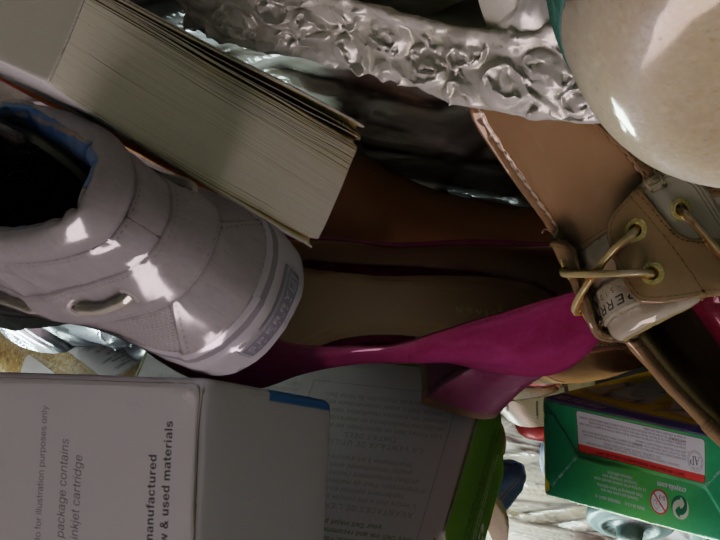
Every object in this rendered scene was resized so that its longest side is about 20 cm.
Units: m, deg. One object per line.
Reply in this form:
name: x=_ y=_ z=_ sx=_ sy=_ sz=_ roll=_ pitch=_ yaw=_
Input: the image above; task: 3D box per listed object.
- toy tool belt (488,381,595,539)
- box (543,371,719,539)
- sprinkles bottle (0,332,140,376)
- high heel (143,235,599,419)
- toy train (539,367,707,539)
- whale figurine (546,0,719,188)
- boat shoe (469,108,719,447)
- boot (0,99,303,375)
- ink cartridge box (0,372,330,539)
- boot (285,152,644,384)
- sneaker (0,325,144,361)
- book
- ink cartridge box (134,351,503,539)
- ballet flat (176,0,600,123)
toy tool belt: x=0.025 y=0.087 z=1.135 sx=0.199 sy=0.123 sz=0.125 roll=4 pitch=-158 yaw=29
box: x=0.188 y=0.065 z=0.997 sx=0.199 sy=0.049 sz=0.117 roll=-9 pitch=-168 yaw=-39
sprinkles bottle: x=-0.113 y=0.065 z=1.134 sx=0.068 sy=0.068 sz=0.200 roll=25 pitch=-179 yaw=-37
high heel: x=0.000 y=0.000 z=0.868 sx=0.199 sy=0.068 sz=0.096 roll=11 pitch=140 yaw=-32
toy train: x=0.184 y=0.090 z=1.151 sx=0.199 sy=0.086 sz=0.114 roll=6 pitch=156 yaw=11
whale figurine: x=0.143 y=-0.096 z=0.640 sx=0.199 sy=0.104 sz=0.159 roll=-9 pitch=142 yaw=-16
boat shoe: x=0.110 y=-0.001 z=0.837 sx=0.200 sy=0.066 sz=0.074 roll=43 pitch=144 yaw=-5
boot: x=-0.109 y=-0.025 z=0.769 sx=0.200 sy=0.074 sz=0.095 roll=11 pitch=160 yaw=49
ink cartridge box: x=-0.126 y=0.078 z=0.819 sx=0.199 sy=0.084 sz=0.145 roll=1 pitch=175 yaw=16
boot: x=0.071 y=-0.009 z=0.953 sx=0.154 sy=0.074 sz=0.200 roll=-7 pitch=159 yaw=31
sneaker: x=-0.120 y=-0.009 z=1.038 sx=0.113 sy=0.076 sz=0.200 roll=5 pitch=166 yaw=13
book: x=-0.100 y=-0.071 z=0.790 sx=0.133 sy=0.048 sz=0.200 roll=23 pitch=179 yaw=25
ink cartridge box: x=-0.036 y=0.120 z=0.928 sx=0.147 sy=0.200 sz=0.076 roll=5 pitch=135 yaw=15
ballet flat: x=0.024 y=-0.090 z=0.719 sx=0.199 sy=0.072 sz=0.072 roll=10 pitch=163 yaw=23
